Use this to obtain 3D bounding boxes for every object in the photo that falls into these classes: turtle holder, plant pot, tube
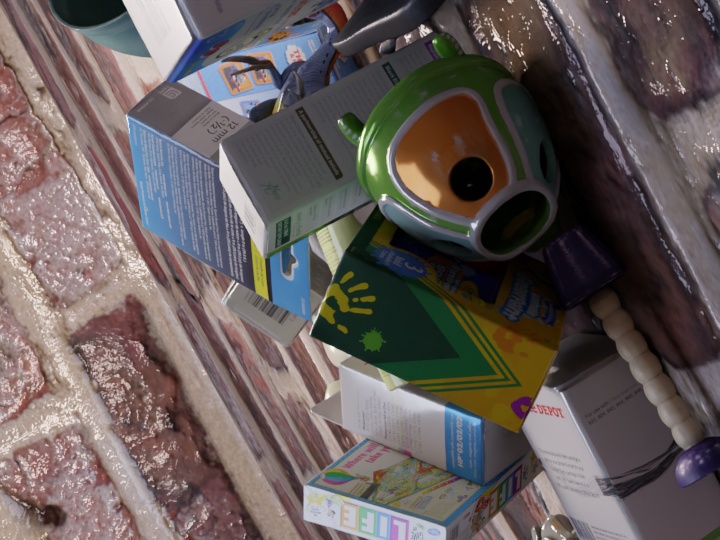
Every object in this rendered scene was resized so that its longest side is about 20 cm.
[{"bbox_3d":[0.077,-0.065,1.355,0.132,0.140,0.186,50,162,32],"label":"turtle holder"},{"bbox_3d":[-0.188,-0.289,1.826,0.134,0.201,0.200,35,-173,-43],"label":"plant pot"},{"bbox_3d":[0.000,0.000,1.538,0.058,0.052,0.201,-30,87,36],"label":"tube"}]

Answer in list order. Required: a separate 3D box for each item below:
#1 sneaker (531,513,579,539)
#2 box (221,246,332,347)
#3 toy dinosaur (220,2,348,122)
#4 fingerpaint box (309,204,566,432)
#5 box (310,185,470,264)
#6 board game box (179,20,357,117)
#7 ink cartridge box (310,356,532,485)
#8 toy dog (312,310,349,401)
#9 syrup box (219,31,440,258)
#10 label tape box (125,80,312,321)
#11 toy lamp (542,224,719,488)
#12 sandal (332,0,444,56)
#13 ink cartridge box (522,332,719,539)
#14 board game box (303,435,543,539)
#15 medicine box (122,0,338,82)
[{"bbox_3d":[0.203,0.276,1.748,0.093,0.075,0.200,66,165,-4],"label":"sneaker"},{"bbox_3d":[-0.064,-0.014,1.795,0.082,0.069,0.200,35,-154,-5],"label":"box"},{"bbox_3d":[-0.062,-0.162,1.682,0.105,0.182,0.200,44,-168,20],"label":"toy dinosaur"},{"bbox_3d":[0.066,0.024,1.387,0.166,0.074,0.200,25,-162,3],"label":"fingerpaint box"},{"bbox_3d":[0.036,-0.039,1.614,0.200,0.101,0.113,39,155,46],"label":"box"},{"bbox_3d":[-0.077,-0.147,1.763,0.199,0.037,0.152,-7,116,40],"label":"board game box"},{"bbox_3d":[0.061,0.102,1.612,0.199,0.115,0.068,18,123,37],"label":"ink cartridge box"},{"bbox_3d":[0.038,0.060,1.777,0.193,0.139,0.201,35,154,33],"label":"toy dog"},{"bbox_3d":[-0.008,-0.099,1.467,0.082,0.199,0.079,59,167,14],"label":"syrup box"},{"bbox_3d":[-0.107,-0.062,1.636,0.199,0.066,0.144,28,144,23],"label":"label tape box"},{"bbox_3d":[0.197,0.059,1.348,0.201,0.058,0.058,60,167,8],"label":"toy lamp"},{"bbox_3d":[0.029,-0.191,1.430,0.043,0.076,0.200,40,172,-15],"label":"sandal"},{"bbox_3d":[0.205,0.154,1.455,0.201,0.084,0.145,62,166,-8],"label":"ink cartridge box"},{"bbox_3d":[0.059,0.174,1.585,0.134,0.200,0.035,13,114,27],"label":"board game box"},{"bbox_3d":[-0.072,-0.242,1.410,0.104,0.199,0.182,63,167,-2],"label":"medicine box"}]
